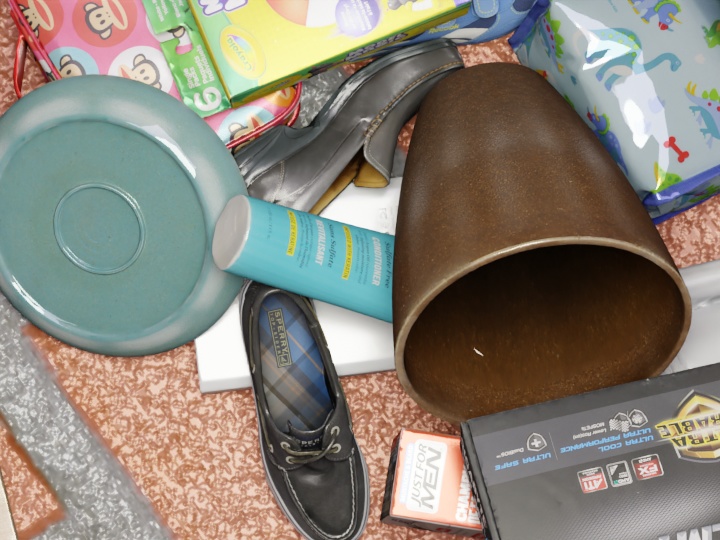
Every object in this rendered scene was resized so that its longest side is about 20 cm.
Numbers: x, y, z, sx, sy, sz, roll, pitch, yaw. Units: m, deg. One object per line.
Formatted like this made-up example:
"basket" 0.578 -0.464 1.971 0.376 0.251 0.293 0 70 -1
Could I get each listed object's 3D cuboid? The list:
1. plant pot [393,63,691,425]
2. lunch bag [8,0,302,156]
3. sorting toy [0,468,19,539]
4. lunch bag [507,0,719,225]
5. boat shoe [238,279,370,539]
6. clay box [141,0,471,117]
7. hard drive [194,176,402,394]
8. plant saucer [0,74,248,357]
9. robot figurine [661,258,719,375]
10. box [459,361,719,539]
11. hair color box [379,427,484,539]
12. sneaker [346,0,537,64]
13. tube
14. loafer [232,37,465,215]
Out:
"plant pot" 0.098 -0.032 1.642 0.187 0.187 0.200 -9 51 -3
"lunch bag" -0.151 -0.150 1.740 0.176 0.082 0.200 -28 86 -5
"sorting toy" -0.343 0.146 1.702 0.200 0.070 0.199 -15 84 -4
"lunch bag" 0.232 -0.141 1.740 0.200 0.127 0.170 -24 82 -18
"boat shoe" -0.036 0.096 1.704 0.070 0.066 0.200 -11 99 -3
"clay box" -0.040 -0.188 1.683 0.200 0.048 0.115 -23 86 -5
"hard drive" -0.018 0.008 1.754 0.200 0.026 0.132 -7 83 -3
"plant saucer" -0.171 -0.031 1.703 0.200 0.027 0.200 5 109 13
"robot figurine" 0.242 0.068 1.713 0.200 0.113 0.170 -17 115 -5
"box" 0.180 0.168 1.579 0.200 0.050 0.199 -11 64 -5
"hair color box" 0.118 0.153 1.699 0.200 0.111 0.064 8 82 -2
"sneaker" 0.052 -0.191 1.754 0.200 0.082 0.074 -18 82 -6
"tube" 0.000 0.000 1.685 0.200 0.050 0.077 16 64 -28
"loafer" -0.002 -0.083 1.733 0.200 0.073 0.072 -37 72 -12
